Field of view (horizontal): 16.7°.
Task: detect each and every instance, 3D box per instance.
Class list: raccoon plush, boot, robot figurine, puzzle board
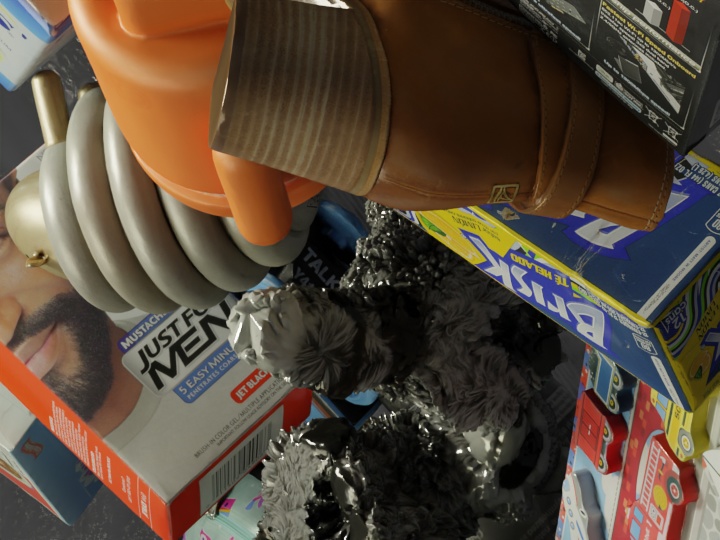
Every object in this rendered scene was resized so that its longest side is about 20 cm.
[{"bbox_3d":[0.000,0.000,1.093,0.199,0.097,0.134,18,-175,-41],"label":"raccoon plush"},{"bbox_3d":[0.013,0.103,1.208,0.199,0.133,0.097,-15,96,55],"label":"raccoon plush"},{"bbox_3d":[0.031,-0.095,0.840,0.153,0.201,0.074,11,142,-10],"label":"boot"},{"bbox_3d":[-0.058,-0.099,1.053,0.144,0.117,0.200,37,164,23],"label":"robot figurine"},{"bbox_3d":[0.127,0.097,1.013,0.151,0.017,0.201,-126,30,-44],"label":"puzzle board"}]

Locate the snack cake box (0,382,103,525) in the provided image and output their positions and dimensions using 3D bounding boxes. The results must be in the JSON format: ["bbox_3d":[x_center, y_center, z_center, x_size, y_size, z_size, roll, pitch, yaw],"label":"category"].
[{"bbox_3d":[-0.211,0.073,1.452,0.115,0.067,0.200,34,167,12],"label":"snack cake box"}]

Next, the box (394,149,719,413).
[{"bbox_3d":[0.071,-0.031,0.942,0.200,0.070,0.064,36,167,39],"label":"box"}]

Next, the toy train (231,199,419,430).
[{"bbox_3d":[-0.043,0.005,1.348,0.200,0.087,0.114,48,152,-10],"label":"toy train"}]

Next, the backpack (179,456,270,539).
[{"bbox_3d":[-0.009,0.176,1.374,0.166,0.127,0.200,17,-172,-32],"label":"backpack"}]

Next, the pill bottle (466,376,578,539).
[{"bbox_3d":[0.116,0.150,1.268,0.200,0.113,0.113,44,167,6],"label":"pill bottle"}]

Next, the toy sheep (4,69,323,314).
[{"bbox_3d":[-0.088,-0.046,1.215,0.138,0.199,0.139,48,-147,-47],"label":"toy sheep"}]

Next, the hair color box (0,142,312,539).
[{"bbox_3d":[-0.133,0.035,1.312,0.200,0.111,0.064,41,157,17],"label":"hair color box"}]

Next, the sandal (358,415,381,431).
[{"bbox_3d":[0.068,0.106,1.447,0.199,0.055,0.082,4,145,51],"label":"sandal"}]

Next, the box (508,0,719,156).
[{"bbox_3d":[0.046,-0.141,0.729,0.200,0.050,0.158,43,167,14],"label":"box"}]

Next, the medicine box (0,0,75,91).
[{"bbox_3d":[-0.185,-0.196,1.183,0.182,0.103,0.200,47,168,-7],"label":"medicine box"}]
